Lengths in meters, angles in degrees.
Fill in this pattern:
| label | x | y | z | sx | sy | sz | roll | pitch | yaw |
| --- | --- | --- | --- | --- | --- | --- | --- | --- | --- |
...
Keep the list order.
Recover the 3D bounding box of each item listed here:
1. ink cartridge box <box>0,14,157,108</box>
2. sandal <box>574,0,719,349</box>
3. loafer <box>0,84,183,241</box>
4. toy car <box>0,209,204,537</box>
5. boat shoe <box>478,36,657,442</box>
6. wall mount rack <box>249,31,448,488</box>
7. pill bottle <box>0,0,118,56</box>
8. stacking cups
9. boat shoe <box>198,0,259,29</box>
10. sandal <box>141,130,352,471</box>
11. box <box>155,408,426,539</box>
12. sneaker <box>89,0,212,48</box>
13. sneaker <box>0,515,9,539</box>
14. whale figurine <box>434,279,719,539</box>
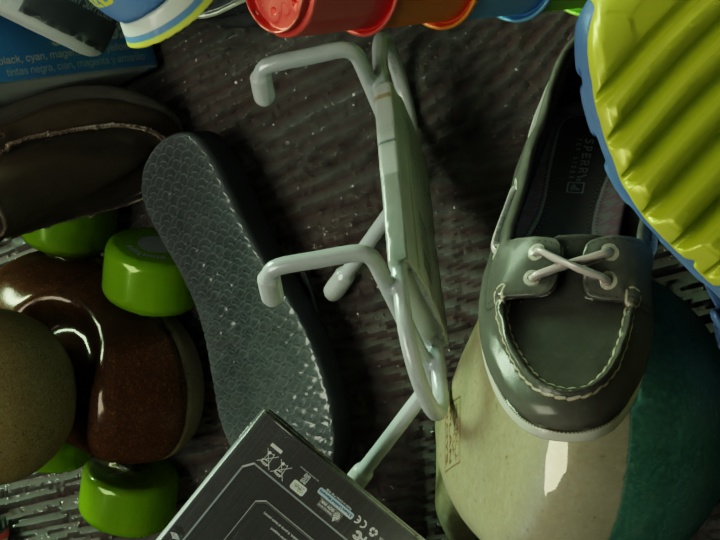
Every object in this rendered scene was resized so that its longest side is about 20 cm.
| label | x | y | z | sx | sy | sz | roll | pitch | yaw |
| --- | --- | --- | --- | --- | --- | --- | --- | --- | --- |
| ink cartridge box | -0.226 | -0.178 | 1.199 | 0.147 | 0.144 | 0.201 | -19 | 84 | 50 |
| sandal | 0.138 | -0.021 | 0.826 | 0.201 | 0.079 | 0.087 | 60 | 173 | -10 |
| loafer | -0.183 | -0.038 | 1.147 | 0.073 | 0.199 | 0.071 | 92 | 159 | -44 |
| toy car | -0.198 | 0.058 | 1.182 | 0.158 | 0.199 | 0.165 | 30 | 121 | 42 |
| boat shoe | 0.081 | -0.020 | 0.853 | 0.066 | 0.200 | 0.057 | 2 | 130 | 10 |
| wall mount rack | 0.000 | 0.000 | 0.995 | 0.174 | 0.074 | 0.201 | 66 | -165 | -50 |
| pill bottle | -0.130 | -0.213 | 1.071 | 0.106 | 0.106 | 0.201 | 27 | 92 | 43 |
| stacking cups | 0.043 | -0.123 | 0.849 | 0.060 | 0.199 | 0.061 | 14 | 108 | 49 |
| boat shoe | -0.025 | -0.150 | 1.031 | 0.200 | 0.063 | 0.073 | -11 | 91 | 51 |
| sandal | -0.047 | 0.019 | 1.122 | 0.076 | 0.043 | 0.201 | -32 | 72 | 38 |
| box | -0.014 | 0.183 | 0.969 | 0.200 | 0.159 | 0.048 | 38 | 176 | 3 |
| sneaker | -0.071 | -0.199 | 0.995 | 0.074 | 0.082 | 0.201 | -7 | 51 | 58 |
| sneaker | -0.288 | 0.206 | 1.428 | 0.199 | 0.070 | 0.094 | -9 | 86 | 48 |
| whale figurine | 0.089 | 0.071 | 0.941 | 0.200 | 0.103 | 0.160 | 134 | 137 | -69 |
